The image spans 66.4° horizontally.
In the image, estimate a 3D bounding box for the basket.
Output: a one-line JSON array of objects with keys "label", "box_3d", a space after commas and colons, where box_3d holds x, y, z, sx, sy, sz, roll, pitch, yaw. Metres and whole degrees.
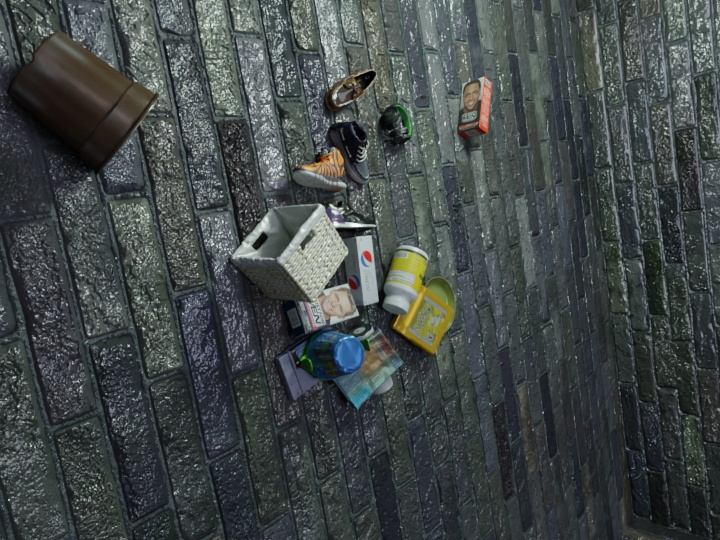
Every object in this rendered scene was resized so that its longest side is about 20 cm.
[{"label": "basket", "box_3d": [-0.173, -0.041, 1.365, 0.199, 0.199, 0.161, -56, 131, -30]}]

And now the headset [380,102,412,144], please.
[{"label": "headset", "box_3d": [0.124, -0.458, 1.750, 0.124, 0.093, 0.200, 58, 40, -26]}]

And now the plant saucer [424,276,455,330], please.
[{"label": "plant saucer", "box_3d": [0.259, 0.122, 1.905, 0.199, 0.031, 0.202, 1, 88, -45]}]

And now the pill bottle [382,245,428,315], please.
[{"label": "pill bottle", "box_3d": [0.136, 0.033, 1.729, 0.111, 0.111, 0.201, 37, 64, -38]}]

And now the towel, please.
[{"label": "towel", "box_3d": [0.019, 0.282, 1.573, 0.200, 0.022, 0.147, -42, 114, -16]}]

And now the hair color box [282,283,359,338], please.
[{"label": "hair color box", "box_3d": [-0.105, 0.107, 1.501, 0.199, 0.060, 0.101, -15, 82, -45]}]

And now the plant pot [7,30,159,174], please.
[{"label": "plant pot", "box_3d": [-0.522, -0.323, 1.036, 0.198, 0.200, 0.201, 40, 61, -28]}]

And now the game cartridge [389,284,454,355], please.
[{"label": "game cartridge", "box_3d": [0.206, 0.157, 1.811, 0.200, 0.032, 0.177, 36, 74, -30]}]

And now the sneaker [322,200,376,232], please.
[{"label": "sneaker", "box_3d": [-0.031, -0.160, 1.599, 0.199, 0.075, 0.088, -1, 83, -45]}]

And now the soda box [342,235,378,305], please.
[{"label": "soda box", "box_3d": [0.000, 0.000, 1.627, 0.068, 0.063, 0.202, -10, 96, -45]}]

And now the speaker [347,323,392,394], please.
[{"label": "speaker", "box_3d": [0.030, 0.265, 1.633, 0.081, 0.081, 0.201, -35, 112, -40]}]

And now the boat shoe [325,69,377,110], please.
[{"label": "boat shoe", "box_3d": [-0.025, -0.541, 1.622, 0.200, 0.070, 0.071, -51, 123, -32]}]

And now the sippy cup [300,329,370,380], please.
[{"label": "sippy cup", "box_3d": [-0.061, 0.222, 1.447, 0.140, 0.130, 0.178, 46, 61, -19]}]

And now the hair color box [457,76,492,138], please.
[{"label": "hair color box", "box_3d": [0.428, -0.609, 2.060, 0.061, 0.101, 0.202, 18, 75, -43]}]

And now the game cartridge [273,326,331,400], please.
[{"label": "game cartridge", "box_3d": [-0.137, 0.245, 1.500, 0.200, 0.038, 0.131, -31, 114, -42]}]

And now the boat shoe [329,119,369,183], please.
[{"label": "boat shoe", "box_3d": [-0.008, -0.346, 1.612, 0.075, 0.092, 0.201, -53, 123, -32]}]

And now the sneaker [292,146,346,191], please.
[{"label": "sneaker", "box_3d": [-0.116, -0.290, 1.525, 0.199, 0.077, 0.113, 5, 80, -56]}]
